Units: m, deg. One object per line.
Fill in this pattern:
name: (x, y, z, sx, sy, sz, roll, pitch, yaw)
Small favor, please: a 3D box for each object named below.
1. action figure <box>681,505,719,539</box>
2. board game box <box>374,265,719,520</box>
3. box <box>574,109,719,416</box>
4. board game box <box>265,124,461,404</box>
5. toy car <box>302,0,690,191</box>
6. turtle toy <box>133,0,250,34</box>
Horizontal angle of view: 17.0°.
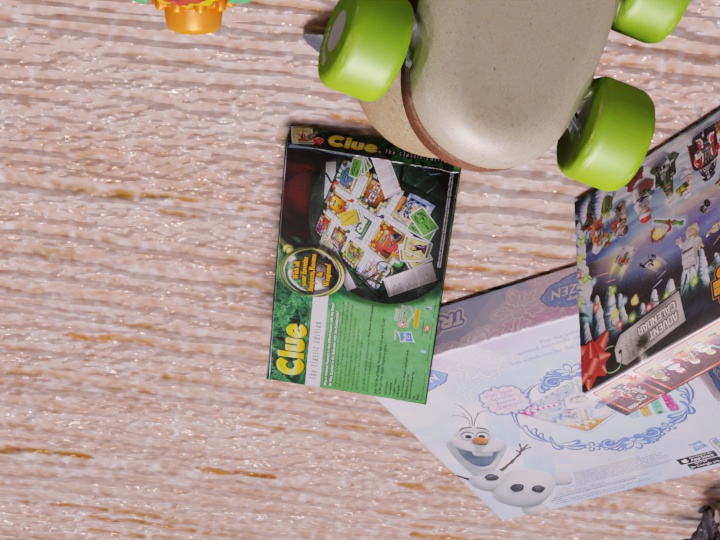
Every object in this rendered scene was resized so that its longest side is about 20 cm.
action figure: (0.287, 0.190, 1.667, 0.119, 0.102, 0.200, 1, 145, -17)
board game box: (0.132, 0.080, 1.571, 0.200, 0.043, 0.199, -17, 139, 27)
box: (0.202, -0.021, 1.345, 0.040, 0.137, 0.200, 25, 139, -31)
board game box: (0.000, 0.000, 1.452, 0.104, 0.023, 0.200, 8, 134, 1)
toy car: (0.050, -0.122, 1.257, 0.164, 0.158, 0.200, 20, 170, -16)
turtle toy: (-0.067, -0.186, 1.164, 0.200, 0.101, 0.146, -27, 135, 36)
